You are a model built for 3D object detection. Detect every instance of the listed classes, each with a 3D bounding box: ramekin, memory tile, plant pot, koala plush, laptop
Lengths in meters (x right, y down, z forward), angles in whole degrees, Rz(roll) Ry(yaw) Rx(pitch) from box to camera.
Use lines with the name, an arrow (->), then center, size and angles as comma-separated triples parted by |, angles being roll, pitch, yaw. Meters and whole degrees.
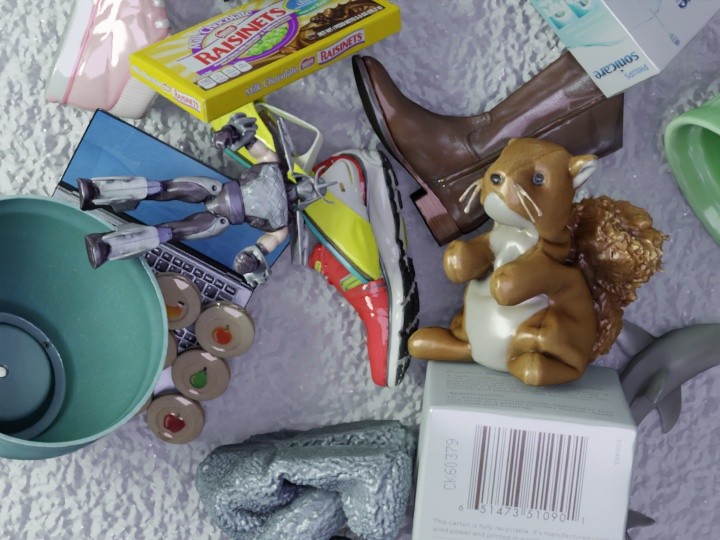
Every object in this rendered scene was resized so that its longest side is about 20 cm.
ramekin -> 0.351, -0.073, 1.575 | 0.097, 0.200, 0.201 | -38, 99, -10
memory tile -> -0.196, 0.051, 1.565 | 0.199, 0.017, 0.154 | 28, 119, -8
plant pot -> -0.263, 0.060, 1.476 | 0.198, 0.134, 0.202 | 11, 63, -22
koala plush -> -0.038, 0.238, 1.571 | 0.182, 0.177, 0.202 | -5, 97, 5
laptop -> -0.175, 0.000, 1.548 | 0.186, 0.116, 0.201 | 28, 91, -9

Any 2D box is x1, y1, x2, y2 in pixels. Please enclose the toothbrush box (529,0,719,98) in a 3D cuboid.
toothbrush box -> 0.204, -0.268, 1.565 | 0.200, 0.085, 0.146 | 48, 65, -9

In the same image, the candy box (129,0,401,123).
candy box -> -0.074, -0.180, 1.515 | 0.199, 0.102, 0.027 | -29, 130, -30

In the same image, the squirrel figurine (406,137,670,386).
squirrel figurine -> 0.153, -0.014, 1.570 | 0.199, 0.141, 0.189 | -3, 100, -40

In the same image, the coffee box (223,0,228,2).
coffee box -> -0.120, -0.322, 1.526 | 0.079, 0.114, 0.201 | -30, 100, -4

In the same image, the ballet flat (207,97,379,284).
ballet flat -> -0.042, -0.076, 1.549 | 0.200, 0.067, 0.067 | 43, 94, 22

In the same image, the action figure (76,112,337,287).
action figure -> -0.112, -0.048, 1.458 | 0.198, 0.069, 0.131 | -10, 83, -12

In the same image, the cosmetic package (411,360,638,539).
cosmetic package -> 0.126, 0.171, 1.545 | 0.163, 0.200, 0.167 | 6, 100, 2

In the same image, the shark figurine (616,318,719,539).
shark figurine -> 0.240, 0.126, 1.632 | 0.127, 0.089, 0.216 | 26, 90, -8

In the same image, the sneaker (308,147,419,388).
sneaker -> 0.000, 0.000, 1.604 | 0.084, 0.077, 0.202 | -8, 92, 12

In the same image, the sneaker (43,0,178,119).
sneaker -> -0.178, -0.217, 1.549 | 0.104, 0.075, 0.202 | 18, 96, -11

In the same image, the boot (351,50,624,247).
boot -> 0.111, -0.142, 1.598 | 0.199, 0.064, 0.187 | -30, 112, -1
